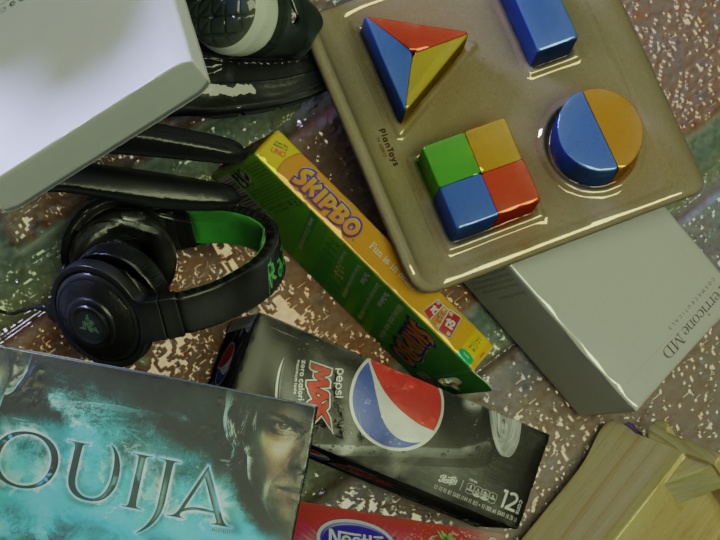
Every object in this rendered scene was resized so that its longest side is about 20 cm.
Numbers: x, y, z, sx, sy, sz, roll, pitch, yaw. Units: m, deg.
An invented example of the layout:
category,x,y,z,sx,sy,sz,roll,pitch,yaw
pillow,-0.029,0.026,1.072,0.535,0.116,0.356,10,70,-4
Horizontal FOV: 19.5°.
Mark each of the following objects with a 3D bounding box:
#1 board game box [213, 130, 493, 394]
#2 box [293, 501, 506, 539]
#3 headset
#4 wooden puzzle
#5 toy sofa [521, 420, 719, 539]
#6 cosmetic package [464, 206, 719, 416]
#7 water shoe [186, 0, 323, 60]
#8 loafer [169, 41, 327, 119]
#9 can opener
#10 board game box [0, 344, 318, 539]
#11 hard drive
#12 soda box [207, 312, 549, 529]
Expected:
category,x,y,z,sx,sy,sz,roll,pitch,yaw
board game box,0.000,0.000,1.258,0.200,0.096,0.030,47,72,-9
box,-0.022,0.198,1.220,0.199,0.100,0.096,11,59,-17
headset,-0.145,-0.006,1.197,0.199,0.124,0.094,-11,116,4
wooden puzzle,0.088,-0.103,1.239,0.199,0.046,0.186,-19,77,-15
toy sofa,0.154,0.195,1.311,0.200,0.097,0.083,-49,125,-16
cosmetic package,0.126,-0.016,1.310,0.200,0.081,0.113,46,71,-8
water shoe,-0.092,-0.197,1.243,0.079,0.071,0.200,12,42,-50
loafer,-0.107,-0.126,1.243,0.200,0.068,0.071,-6,106,-16
can opener,-0.164,-0.067,1.194,0.199,0.079,0.064,1,110,-4
board game box,-0.132,0.119,1.114,0.199,0.028,0.136,11,73,0
hard drive,-0.158,-0.133,1.154,0.132,0.200,0.027,-31,132,11
soda box,0.008,0.093,1.266,0.200,0.071,0.064,23,78,-15
